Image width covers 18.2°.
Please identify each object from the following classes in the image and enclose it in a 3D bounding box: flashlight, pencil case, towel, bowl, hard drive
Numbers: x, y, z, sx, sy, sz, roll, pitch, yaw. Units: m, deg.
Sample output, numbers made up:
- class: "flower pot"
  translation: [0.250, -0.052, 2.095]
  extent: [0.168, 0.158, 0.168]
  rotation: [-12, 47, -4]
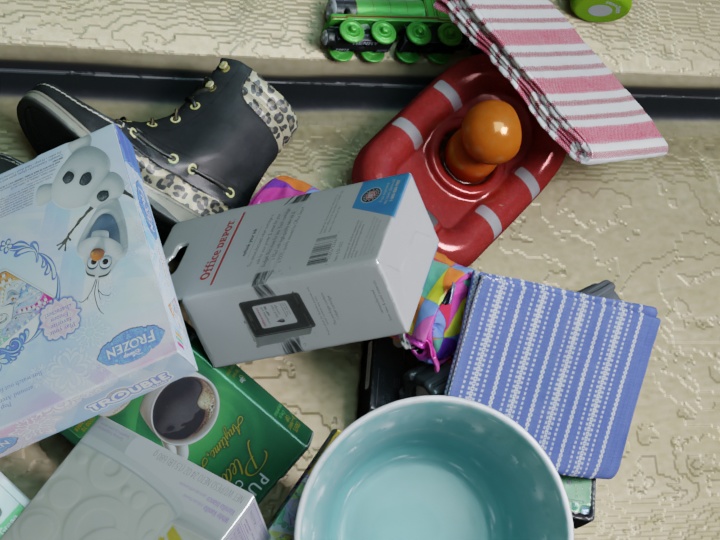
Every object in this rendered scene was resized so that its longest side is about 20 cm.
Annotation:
- class: "flashlight"
  translation: [0.125, 0.068, 1.770]
  extent: [0.199, 0.068, 0.068]
  rotation: [-28, 88, -26]
- class: "pencil case"
  translation: [0.000, 0.000, 1.733]
  extent: [0.199, 0.089, 0.088]
  rotation: [28, 60, 25]
- class: "towel"
  translation: [0.157, -0.161, 1.831]
  extent: [0.200, 0.030, 0.146]
  rotation: [52, 30, 18]
- class: "bowl"
  translation: [0.045, 0.193, 1.610]
  extent: [0.199, 0.105, 0.202]
  rotation: [1, 85, -8]
- class: "hard drive"
  translation: [0.094, 0.123, 1.797]
  extent: [0.199, 0.038, 0.141]
  rotation: [10, 69, -17]
- class: "towel"
  translation: [0.144, 0.083, 1.741]
  extent: [0.199, 0.024, 0.146]
  rotation: [12, 95, -38]

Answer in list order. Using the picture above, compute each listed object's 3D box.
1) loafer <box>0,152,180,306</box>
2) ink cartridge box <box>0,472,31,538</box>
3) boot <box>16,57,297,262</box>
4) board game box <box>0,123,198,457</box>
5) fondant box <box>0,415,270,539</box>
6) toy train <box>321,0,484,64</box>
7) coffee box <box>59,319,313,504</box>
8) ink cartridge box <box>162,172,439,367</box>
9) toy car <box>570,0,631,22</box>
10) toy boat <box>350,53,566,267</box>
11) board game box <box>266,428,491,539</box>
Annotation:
- class: "loafer"
  translation: [-0.216, -0.027, 1.707]
  extent: [0.200, 0.072, 0.073]
  rotation: [37, 63, -6]
- class: "ink cartridge box"
  translation: [-0.298, 0.188, 1.614]
  extent: [0.200, 0.050, 0.109]
  rotation: [44, 63, -3]
- class: "boot"
  translation: [-0.156, -0.113, 1.763]
  extent: [0.203, 0.073, 0.154]
  rotation: [38, 61, -12]
- class: "board game box"
  translation: [-0.236, 0.021, 1.617]
  extent: [0.199, 0.043, 0.200]
  rotation: [-23, 60, 8]
- class: "fondant box"
  translation: [-0.178, 0.215, 1.552]
  extent: [0.144, 0.058, 0.200]
  rotation: [24, 62, 27]
- class: "toy train"
  translation: [0.059, -0.206, 1.896]
  extent: [0.199, 0.042, 0.057]
  rotation: [0, 62, -21]
- class: "coffee box"
  translation: [-0.147, 0.105, 1.672]
  extent: [0.200, 0.044, 0.123]
  rotation: [39, 103, -3]
- class: "ink cartridge box"
  translation: [-0.053, 0.003, 1.644]
  extent: [0.116, 0.199, 0.067]
  rotation: [-68, 141, -51]
- class: "toy car"
  translation: [0.202, -0.333, 1.903]
  extent: [0.157, 0.200, 0.165]
  rotation: [10, 69, -18]
- class: "toy boat"
  translation: [0.093, -0.099, 1.819]
  extent: [0.131, 0.131, 0.200]
  rotation: [46, 62, -2]
- class: "board game box"
  translation: [0.023, 0.231, 1.675]
  extent: [0.199, 0.034, 0.135]
  rotation: [36, 82, -4]
